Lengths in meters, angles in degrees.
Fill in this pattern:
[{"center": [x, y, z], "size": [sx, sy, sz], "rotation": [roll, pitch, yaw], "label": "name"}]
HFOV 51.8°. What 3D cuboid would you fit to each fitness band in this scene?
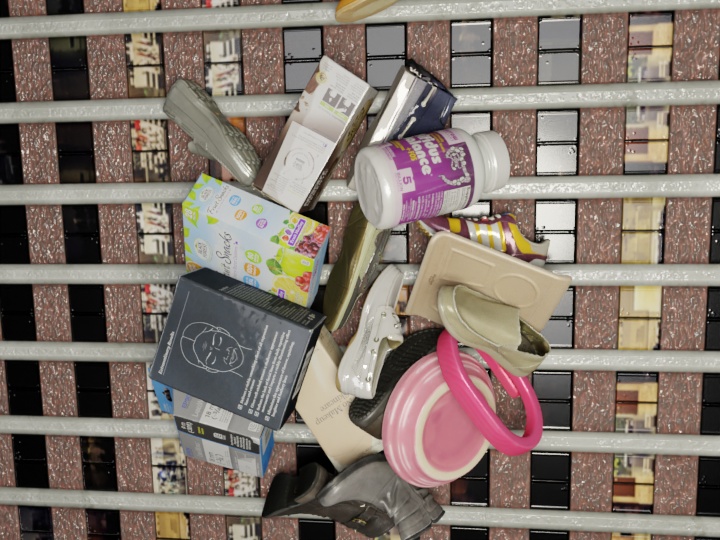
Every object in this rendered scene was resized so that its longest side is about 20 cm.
[{"center": [0.181, 0.159, 1.026], "size": [0.037, 0.144, 0.201], "rotation": [-36, 93, 33], "label": "fitness band"}]

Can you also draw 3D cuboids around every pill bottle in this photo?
[{"center": [0.099, -0.131, 1.011], "size": [0.197, 0.112, 0.115], "rotation": [-15, 97, -18], "label": "pill bottle"}]

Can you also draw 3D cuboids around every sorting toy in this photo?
[{"center": [0.175, 0.032, 1.048], "size": [0.196, 0.037, 0.187], "rotation": [18, 141, 3], "label": "sorting toy"}]

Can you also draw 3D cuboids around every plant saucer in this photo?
[{"center": [0.124, 0.218, 1.061], "size": [0.197, 0.051, 0.205], "rotation": [-8, 105, -31], "label": "plant saucer"}]

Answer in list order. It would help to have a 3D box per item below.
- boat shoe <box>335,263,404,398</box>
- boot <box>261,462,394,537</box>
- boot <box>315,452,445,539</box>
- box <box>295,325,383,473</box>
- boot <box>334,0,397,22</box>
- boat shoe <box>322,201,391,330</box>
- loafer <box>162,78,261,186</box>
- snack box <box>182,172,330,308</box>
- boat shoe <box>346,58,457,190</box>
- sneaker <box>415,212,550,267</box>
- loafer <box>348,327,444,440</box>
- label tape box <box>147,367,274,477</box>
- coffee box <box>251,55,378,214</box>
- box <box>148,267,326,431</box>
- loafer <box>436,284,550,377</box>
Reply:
[{"center": [0.032, 0.090, 1.070], "size": [0.068, 0.071, 0.203], "rotation": [15, 73, 22], "label": "boat shoe"}, {"center": [-0.046, 0.372, 1.145], "size": [0.173, 0.070, 0.199], "rotation": [33, 140, -21], "label": "boot"}, {"center": [0.038, 0.330, 1.055], "size": [0.070, 0.198, 0.133], "rotation": [-46, 65, 41], "label": "boot"}, {"center": [-0.044, 0.193, 1.122], "size": [0.094, 0.078, 0.202], "rotation": [-34, 93, 10], "label": "box"}, {"center": [0.026, -0.451, 1.027], "size": [0.199, 0.071, 0.146], "rotation": [-28, 88, 8], "label": "boot"}, {"center": [0.000, -0.001, 1.092], "size": [0.065, 0.072, 0.204], "rotation": [9, 109, -28], "label": "boat shoe"}, {"center": [-0.217, -0.192, 1.085], "size": [0.070, 0.070, 0.201], "rotation": [-46, 72, 20], "label": "loafer"}, {"center": [-0.152, -0.028, 1.062], "size": [0.197, 0.068, 0.170], "rotation": [23, 145, 5], "label": "snack box"}, {"center": [0.060, -0.188, 1.057], "size": [0.091, 0.075, 0.202], "rotation": [25, 112, -13], "label": "boat shoe"}, {"center": [0.174, -0.053, 1.064], "size": [0.198, 0.075, 0.091], "rotation": [29, 94, -4], "label": "sneaker"}, {"center": [0.065, 0.165, 1.087], "size": [0.200, 0.073, 0.072], "rotation": [-43, 119, -18], "label": "loafer"}, {"center": [-0.232, 0.233, 1.122], "size": [0.196, 0.064, 0.145], "rotation": [15, 143, 5], "label": "label tape box"}, {"center": [-0.061, -0.188, 1.049], "size": [0.079, 0.113, 0.202], "rotation": [31, 101, 2], "label": "coffee box"}, {"center": [-0.168, 0.105, 1.031], "size": [0.197, 0.107, 0.151], "rotation": [21, 99, 4], "label": "box"}, {"center": [0.184, 0.073, 1.009], "size": [0.198, 0.077, 0.068], "rotation": [33, 134, -28], "label": "loafer"}]
